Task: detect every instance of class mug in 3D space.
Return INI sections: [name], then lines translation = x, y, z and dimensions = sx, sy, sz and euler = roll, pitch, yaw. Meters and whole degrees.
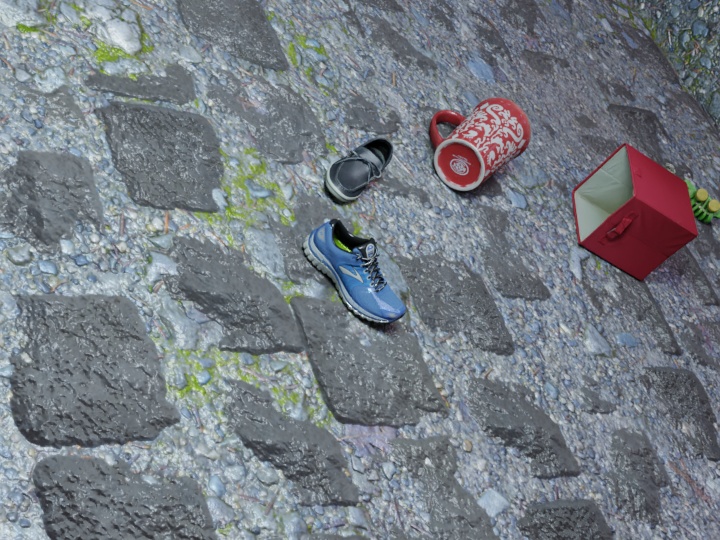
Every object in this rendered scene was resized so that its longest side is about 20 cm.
[mug]
translation = 0.215, -0.240, 2.430
dimensions = 0.200, 0.177, 0.134
euler = -43, 124, -50

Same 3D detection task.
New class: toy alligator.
[toy alligator]
translation = 0.782, -0.171, 2.941
dimensions = 0.200, 0.059, 0.054
euler = 40, 77, -7

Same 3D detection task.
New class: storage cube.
[storage cube]
translation = 0.567, -0.122, 2.581
dimensions = 0.180, 0.171, 0.200
euler = 29, 38, -21

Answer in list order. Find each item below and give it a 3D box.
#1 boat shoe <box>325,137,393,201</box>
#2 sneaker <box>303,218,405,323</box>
[boat shoe]
translation = 0.000, -0.182, 2.187
dimensions = 0.075, 0.062, 0.200
euler = 47, 37, 0
[sneaker]
translation = 0.000, 0.000, 1.982
dimensions = 0.200, 0.089, 0.079
euler = 46, 37, 2
